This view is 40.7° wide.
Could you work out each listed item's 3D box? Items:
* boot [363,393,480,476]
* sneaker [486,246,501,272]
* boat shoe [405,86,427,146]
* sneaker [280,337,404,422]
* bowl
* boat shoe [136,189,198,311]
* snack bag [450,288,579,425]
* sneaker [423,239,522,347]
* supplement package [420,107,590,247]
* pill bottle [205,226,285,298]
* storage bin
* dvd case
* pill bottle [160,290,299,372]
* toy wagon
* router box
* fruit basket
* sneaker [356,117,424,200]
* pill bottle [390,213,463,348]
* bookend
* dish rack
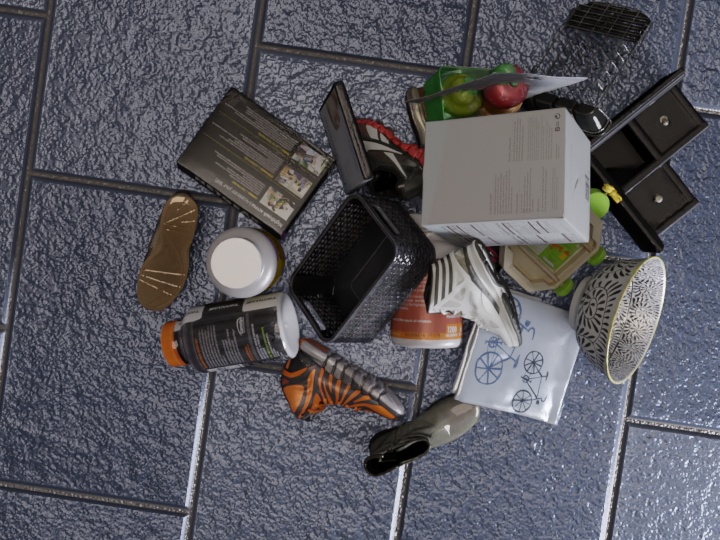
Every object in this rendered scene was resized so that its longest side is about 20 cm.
[{"bbox_3d":[0.100,0.257,1.483,0.200,0.131,0.068,-27,92,2],"label":"boot"},{"bbox_3d":[0.200,-0.025,1.501,0.084,0.077,0.201,1,99,-8],"label":"sneaker"},{"bbox_3d":[0.126,-0.193,1.500,0.072,0.076,0.200,-15,93,-1],"label":"boat shoe"},{"bbox_3d":[-0.036,0.200,1.519,0.200,0.078,0.112,32,96,11],"label":"sneaker"},{"bbox_3d":[0.377,0.062,1.469,0.094,0.201,0.201,19,92,33],"label":"bowl"},{"bbox_3d":[-0.297,-0.033,1.515,0.072,0.065,0.200,16,111,-8],"label":"boat shoe"},{"bbox_3d":[0.253,0.130,1.506,0.200,0.021,0.189,17,91,-22],"label":"snack bag"},{"bbox_3d":[0.159,0.048,1.424,0.115,0.076,0.201,-21,125,16],"label":"sneaker"},{"bbox_3d":[0.206,-0.123,1.355,0.200,0.151,0.152,-2,78,26],"label":"supplement package"},{"bbox_3d":[-0.171,-0.013,1.445,0.104,0.200,0.105,0,92,1],"label":"pill bottle"},{"bbox_3d":[0.000,0.000,1.441,0.200,0.094,0.135,-52,55,25],"label":"storage bin"},{"bbox_3d":[-0.024,-0.192,1.439,0.018,0.200,0.143,-19,91,-8],"label":"dvd case"},{"bbox_3d":[-0.202,0.098,1.489,0.199,0.106,0.107,-10,92,11],"label":"pill bottle"},{"bbox_3d":[0.305,-0.056,1.461,0.200,0.040,0.155,-45,119,11],"label":"toy wagon"},{"bbox_3d":[-0.161,-0.165,1.501,0.200,0.051,0.149,35,80,0],"label":"router box"},{"bbox_3d":[0.192,-0.265,1.401,0.185,0.200,0.094,-5,84,-34],"label":"fruit basket"},{"bbox_3d":[0.028,-0.165,1.459,0.098,0.071,0.200,-41,52,-19],"label":"sneaker"},{"bbox_3d":[0.103,0.015,1.486,0.112,0.112,0.201,1,92,1],"label":"pill bottle"},{"bbox_3d":[0.460,-0.164,1.485,0.199,0.092,0.200,-38,92,1],"label":"bookend"},{"bbox_3d":[0.345,-0.313,1.469,0.153,0.055,0.200,28,83,39],"label":"dish rack"}]
